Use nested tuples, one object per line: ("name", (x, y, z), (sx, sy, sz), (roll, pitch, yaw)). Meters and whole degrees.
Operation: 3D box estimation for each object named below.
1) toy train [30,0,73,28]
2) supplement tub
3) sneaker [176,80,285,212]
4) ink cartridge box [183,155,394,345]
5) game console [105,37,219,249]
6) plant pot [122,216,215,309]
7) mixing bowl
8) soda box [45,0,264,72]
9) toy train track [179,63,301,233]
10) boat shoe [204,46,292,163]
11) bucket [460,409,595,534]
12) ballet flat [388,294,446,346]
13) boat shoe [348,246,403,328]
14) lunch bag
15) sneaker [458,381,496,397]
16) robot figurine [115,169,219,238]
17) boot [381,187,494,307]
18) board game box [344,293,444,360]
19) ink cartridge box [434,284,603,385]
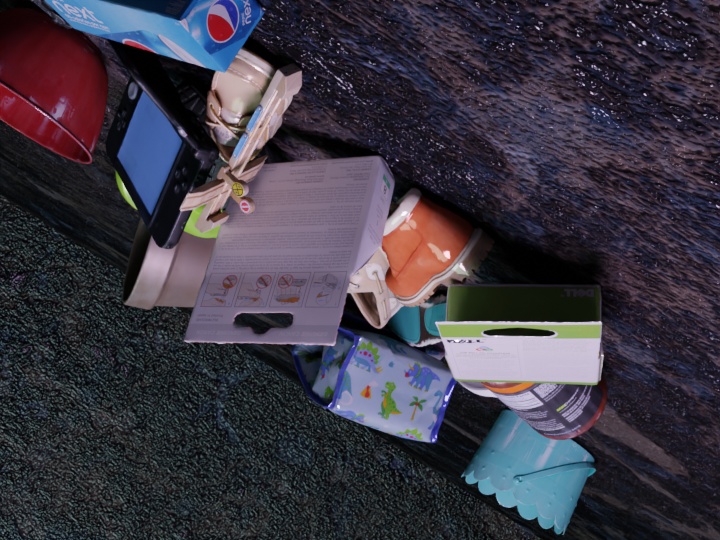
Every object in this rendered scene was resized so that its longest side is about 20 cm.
("toy train", (-0.330, -0.292, 0.996), (0.200, 0.034, 0.046), (42, 171, -4))
("supplement tub", (0.188, 0.102, 1.217), (0.107, 0.107, 0.200), (17, 161, 47))
("sneaker", (-0.130, -0.117, 1.174), (0.076, 0.088, 0.200), (-24, 104, 35))
("ink cartridge box", (-0.064, -0.012, 1.031), (0.160, 0.201, 0.050), (-1, 151, 25))
("game console", (-0.225, -0.147, 1.040), (0.116, 0.176, 0.200), (8, -149, -37))
("plant pot", (-0.230, -0.027, 1.574), (0.173, 0.201, 0.200), (16, 173, -19))
("mixing bowl", (-0.359, -0.220, 1.227), (0.200, 0.109, 0.200), (29, 167, 7))
("soda box", (-0.177, -0.223, 0.890), (0.200, 0.064, 0.068), (23, 165, 36))
("toy train track", (-0.097, -0.099, 0.987), (0.033, 0.115, 0.200), (43, 130, 10))
("boat shoe", (-0.110, -0.145, 1.022), (0.074, 0.069, 0.200), (29, 168, 4))
("bucket", (0.285, 0.335, 1.839), (0.207, 0.135, 0.207), (30, 169, 7))
("ballet flat", (0.100, 0.065, 1.386), (0.072, 0.072, 0.200), (35, 169, -21))
("boat shoe", (0.000, 0.000, 1.329), (0.072, 0.065, 0.200), (23, 159, 36))
("lunch bag", (0.012, 0.138, 1.478), (0.170, 0.128, 0.200), (23, 176, -22))
("sneaker", (0.218, 0.162, 1.460), (0.116, 0.074, 0.200), (43, 162, -33))
("robot figurine", (-0.205, -0.109, 1.285), (0.200, 0.116, 0.175), (22, 177, 37))
("boot", (0.053, -0.027, 1.123), (0.107, 0.075, 0.200), (35, 159, -6))
("board game box", (0.037, 0.067, 1.585), (0.199, 0.041, 0.200), (30, 167, 4))
("ink cartridge box", (0.152, 0.046, 1.022), (0.147, 0.076, 0.200), (0, 160, 10))
